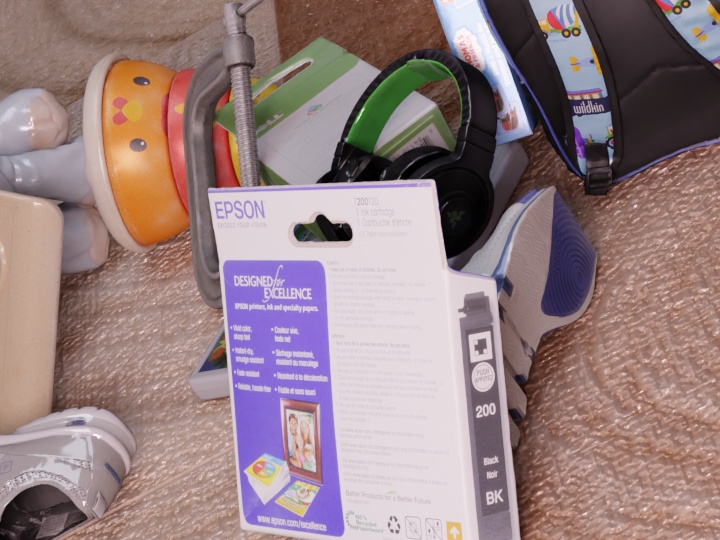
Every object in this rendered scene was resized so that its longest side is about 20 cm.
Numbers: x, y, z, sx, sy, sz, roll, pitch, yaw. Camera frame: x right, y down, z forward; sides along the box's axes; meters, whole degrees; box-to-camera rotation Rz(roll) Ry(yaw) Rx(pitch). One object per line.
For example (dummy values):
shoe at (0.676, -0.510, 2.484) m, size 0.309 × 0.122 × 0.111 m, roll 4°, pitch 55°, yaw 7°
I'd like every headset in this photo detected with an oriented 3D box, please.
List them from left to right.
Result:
headset at (0.014, -0.041, 1.475) m, size 0.123 × 0.094 × 0.201 m, roll -5°, pitch 69°, yaw 50°

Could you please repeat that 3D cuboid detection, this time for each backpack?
backpack at (0.167, -0.173, 1.489) m, size 0.182 × 0.200 × 0.135 m, roll -22°, pitch 29°, yaw 22°

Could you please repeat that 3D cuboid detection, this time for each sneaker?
sneaker at (-0.237, 0.148, 1.545) m, size 0.199 × 0.075 × 0.082 m, roll -24°, pitch 32°, yaw 24°
sneaker at (0.050, 0.035, 1.408) m, size 0.115 × 0.081 × 0.200 m, roll -7°, pitch 39°, yaw 38°

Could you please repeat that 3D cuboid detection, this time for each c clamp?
c clamp at (-0.086, -0.079, 1.626) m, size 0.027 × 0.201 × 0.171 m, roll 1°, pitch -11°, yaw -27°

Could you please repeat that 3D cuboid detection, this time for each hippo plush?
hippo plush at (-0.269, -0.052, 1.755) m, size 0.159 × 0.200 × 0.161 m, roll -52°, pitch 8°, yaw 8°

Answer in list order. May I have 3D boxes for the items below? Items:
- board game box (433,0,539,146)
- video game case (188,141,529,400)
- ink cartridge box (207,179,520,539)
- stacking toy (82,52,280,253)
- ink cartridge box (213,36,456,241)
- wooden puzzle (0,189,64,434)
board game box at (0.069, -0.186, 1.571) m, size 0.036 × 0.201 × 0.151 m, roll -20°, pitch 7°, yaw 11°
video game case at (0.000, 0.000, 1.587) m, size 0.182 × 0.022 × 0.200 m, roll -11°, pitch 36°, yaw 38°
ink cartridge box at (-0.001, 0.049, 1.326) m, size 0.043 × 0.201 × 0.198 m, roll -11°, pitch 8°, yaw -39°
stacking toy at (-0.089, -0.096, 1.759) m, size 0.199 × 0.147 × 0.146 m, roll -8°, pitch 33°, yaw 13°
ink cartridge box at (-0.016, -0.085, 1.646) m, size 0.104 × 0.059 × 0.200 m, roll -37°, pitch 29°, yaw -8°
wooden puzzle at (-0.290, 0.023, 1.655) m, size 0.199 × 0.186 × 0.046 m, roll 11°, pitch 16°, yaw 21°
